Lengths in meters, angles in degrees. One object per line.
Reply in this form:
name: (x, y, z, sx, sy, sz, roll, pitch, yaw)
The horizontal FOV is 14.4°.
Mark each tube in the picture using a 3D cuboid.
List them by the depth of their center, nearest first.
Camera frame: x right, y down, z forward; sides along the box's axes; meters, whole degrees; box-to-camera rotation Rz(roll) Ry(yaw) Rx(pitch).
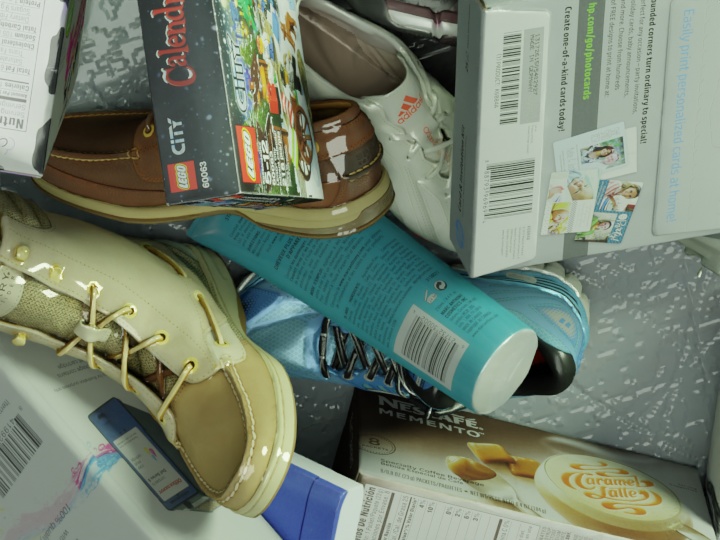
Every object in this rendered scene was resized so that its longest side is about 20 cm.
tube: (0.000, 0.000, 1.464, 0.200, 0.050, 0.078, 36, 91, 26)

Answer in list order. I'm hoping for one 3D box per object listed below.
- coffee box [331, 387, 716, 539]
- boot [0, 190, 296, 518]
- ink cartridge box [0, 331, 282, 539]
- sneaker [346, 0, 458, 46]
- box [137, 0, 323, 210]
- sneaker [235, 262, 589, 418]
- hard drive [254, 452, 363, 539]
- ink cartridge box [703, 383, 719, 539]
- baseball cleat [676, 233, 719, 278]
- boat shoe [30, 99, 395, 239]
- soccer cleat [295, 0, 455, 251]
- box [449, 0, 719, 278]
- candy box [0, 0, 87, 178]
coffee box: (0.083, 0.140, 1.531, 0.199, 0.114, 0.080, 14, 110, -5)
boot: (-0.122, 0.036, 1.421, 0.155, 0.200, 0.073, 20, 118, -33)
ink cartridge box: (-0.148, 0.139, 1.478, 0.200, 0.087, 0.145, 47, 122, 18)
sneaker: (0.095, -0.169, 1.449, 0.199, 0.076, 0.116, 6, 103, -13)
box: (-0.066, -0.130, 1.334, 0.038, 0.137, 0.201, -9, 88, 15)
sneaker: (0.024, 0.033, 1.498, 0.199, 0.090, 0.079, -1, 119, 0)
hard drive: (-0.095, 0.138, 1.511, 0.200, 0.025, 0.132, 23, 112, 30)
ink cartridge box: (0.263, 0.118, 1.542, 0.146, 0.083, 0.201, 6, 109, -3)
baseball cleat: (0.159, -0.067, 1.476, 0.200, 0.070, 0.107, 27, 94, -32)
boat shoe: (-0.079, -0.066, 1.450, 0.199, 0.072, 0.068, 6, 125, 22)
soccer cleat: (0.025, -0.072, 1.464, 0.200, 0.078, 0.069, 35, 64, -11)
box: (0.144, -0.084, 1.379, 0.199, 0.041, 0.156, -9, 128, -13)
candy box: (-0.166, -0.167, 1.384, 0.071, 0.168, 0.201, 9, 110, -4)
